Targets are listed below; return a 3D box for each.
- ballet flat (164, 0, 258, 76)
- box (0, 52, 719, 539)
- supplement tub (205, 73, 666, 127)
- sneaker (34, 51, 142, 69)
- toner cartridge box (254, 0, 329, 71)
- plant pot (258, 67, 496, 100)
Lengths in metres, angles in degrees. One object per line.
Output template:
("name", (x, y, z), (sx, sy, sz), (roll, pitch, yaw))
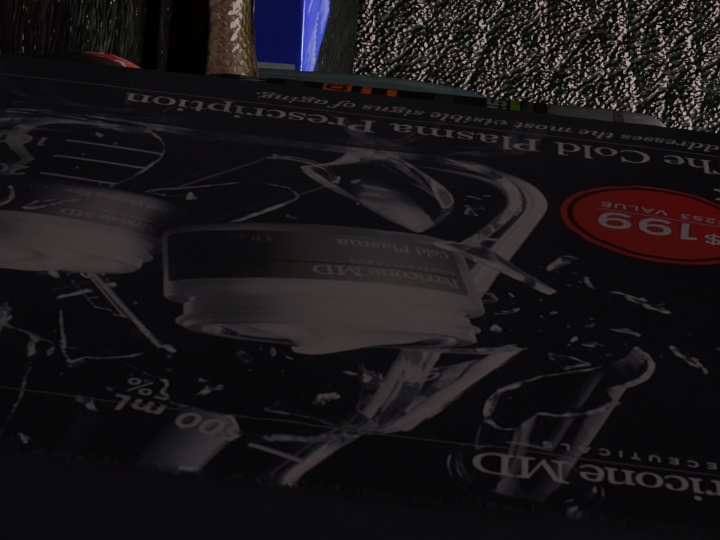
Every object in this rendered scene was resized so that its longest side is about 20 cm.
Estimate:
("ballet flat", (-0.066, -0.103, 1.036), (0.067, 0.046, 0.201), (6, -95, 61))
("box", (-0.016, 0.041, 0.483), (0.182, 0.199, 0.105), (-82, 178, -66))
("supplement tub", (0.000, 0.000, 0.842), (0.123, 0.199, 0.123), (6, 90, -89))
("sneaker", (-0.074, 0.041, 0.718), (0.108, 0.067, 0.202), (-24, 116, -85))
("toner cartridge box", (-0.043, -0.160, 1.437), (0.200, 0.043, 0.095), (-80, 176, -65))
("plant pot", (0.028, 0.017, 1.201), (0.196, 0.199, 0.197), (64, 25, -77))
